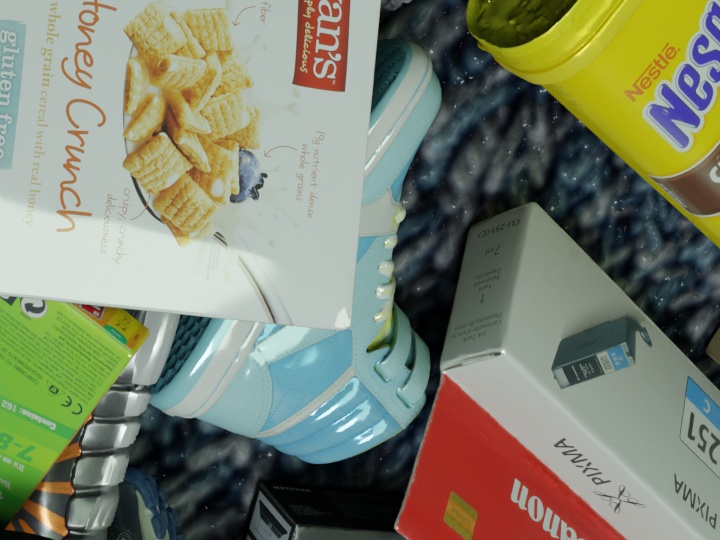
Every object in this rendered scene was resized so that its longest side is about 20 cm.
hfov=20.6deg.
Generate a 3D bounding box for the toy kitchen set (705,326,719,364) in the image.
[{"bbox_3d":[0.325,0.018,1.009,0.163,0.180,0.201,24,101,-31],"label":"toy kitchen set"}]

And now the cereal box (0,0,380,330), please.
[{"bbox_3d":[-0.092,-0.058,0.741,0.199,0.039,0.145,6,88,-24],"label":"cereal box"}]

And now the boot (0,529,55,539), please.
[{"bbox_3d":[-0.216,0.093,0.780,0.169,0.199,0.077,62,34,-21],"label":"boot"}]

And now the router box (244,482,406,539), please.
[{"bbox_3d":[0.025,0.196,1.005,0.199,0.052,0.158,9,105,-28],"label":"router box"}]

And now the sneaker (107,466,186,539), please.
[{"bbox_3d":[-0.119,0.193,0.921,0.085,0.077,0.202,-2,96,-3],"label":"sneaker"}]

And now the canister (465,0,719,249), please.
[{"bbox_3d":[0.167,-0.110,0.944,0.200,0.087,0.149,37,91,-32],"label":"canister"}]

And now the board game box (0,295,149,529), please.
[{"bbox_3d":[-0.174,0.065,0.811,0.095,0.030,0.200,37,119,-3],"label":"board game box"}]

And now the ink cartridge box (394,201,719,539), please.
[{"bbox_3d":[0.111,0.096,0.958,0.200,0.045,0.177,42,46,-31],"label":"ink cartridge box"}]

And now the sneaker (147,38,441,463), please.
[{"bbox_3d":[0.000,0.000,0.910,0.130,0.080,0.200,30,103,-29],"label":"sneaker"}]

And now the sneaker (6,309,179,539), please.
[{"bbox_3d":[-0.159,0.069,0.869,0.111,0.078,0.201,15,101,-18],"label":"sneaker"}]

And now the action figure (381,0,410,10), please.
[{"bbox_3d":[-0.058,-0.177,0.796,0.199,0.102,0.120,15,66,-32],"label":"action figure"}]
